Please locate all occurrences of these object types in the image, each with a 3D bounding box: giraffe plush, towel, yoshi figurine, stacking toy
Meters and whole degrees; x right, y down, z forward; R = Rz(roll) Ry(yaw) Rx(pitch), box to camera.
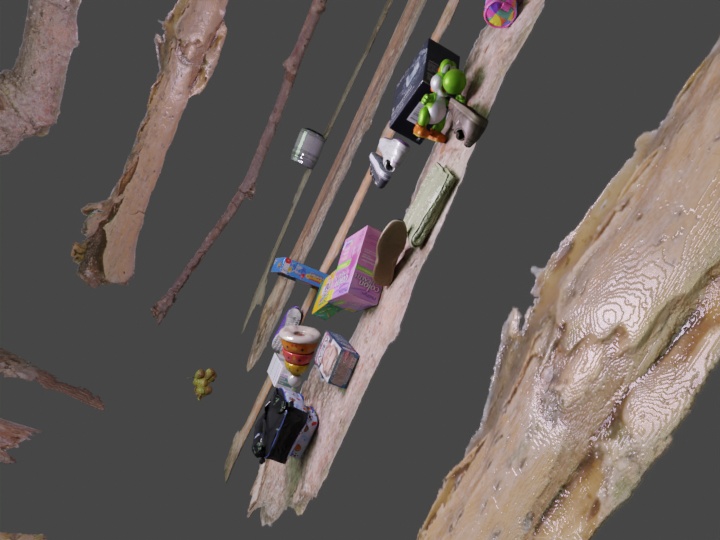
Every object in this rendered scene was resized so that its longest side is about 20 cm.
[{"bbox_3d":[-1.060,0.776,3.837,0.174,0.196,0.164,85,166,-55],"label":"giraffe plush"},{"bbox_3d":[0.164,-0.165,1.419,0.203,0.036,0.149,-63,17,16],"label":"towel"},{"bbox_3d":[0.212,-0.435,1.464,0.112,0.110,0.204,-30,-41,-69],"label":"yoshi figurine"},{"bbox_3d":[-0.208,0.296,1.908,0.146,0.143,0.205,-136,51,-72],"label":"stacking toy"}]

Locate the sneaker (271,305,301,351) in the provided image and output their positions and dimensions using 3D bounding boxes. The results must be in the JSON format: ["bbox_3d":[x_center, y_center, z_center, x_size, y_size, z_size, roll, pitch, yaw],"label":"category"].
[{"bbox_3d":[-0.291,0.229,2.294,0.202,0.069,0.100,-60,12,13],"label":"sneaker"}]

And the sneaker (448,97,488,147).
[{"bbox_3d":[0.240,-0.355,1.361,0.076,0.069,0.201,-62,18,21],"label":"sneaker"}]

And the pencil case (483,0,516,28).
[{"bbox_3d":[0.355,-0.699,1.411,0.088,0.087,0.204,-36,37,59],"label":"pencil case"}]

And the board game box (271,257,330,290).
[{"bbox_3d":[-0.217,0.014,2.094,0.057,0.193,0.200,-69,17,-7],"label":"board game box"}]

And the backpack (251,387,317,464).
[{"bbox_3d":[-0.216,0.439,1.657,0.202,0.152,0.191,-59,26,8],"label":"backpack"}]

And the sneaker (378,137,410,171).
[{"bbox_3d":[0.091,-0.371,1.825,0.101,0.074,0.200,-65,17,5],"label":"sneaker"}]

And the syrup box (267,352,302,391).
[{"bbox_3d":[-0.274,0.366,2.039,0.083,0.078,0.200,-67,17,0],"label":"syrup box"}]

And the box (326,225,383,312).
[{"bbox_3d":[0.000,0.000,1.618,0.175,0.095,0.204,-25,47,66],"label":"box"}]

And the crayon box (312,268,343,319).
[{"bbox_3d":[-0.087,0.075,1.855,0.200,0.057,0.121,-37,35,59],"label":"crayon box"}]

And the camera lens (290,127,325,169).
[{"bbox_3d":[-0.301,-0.705,3.281,0.203,0.157,0.160,-66,17,4],"label":"camera lens"}]

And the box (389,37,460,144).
[{"bbox_3d":[0.185,-0.516,1.650,0.197,0.116,0.203,-46,26,50],"label":"box"}]

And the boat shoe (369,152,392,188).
[{"bbox_3d":[0.059,-0.331,1.901,0.067,0.069,0.201,-58,27,24],"label":"boat shoe"}]

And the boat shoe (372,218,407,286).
[{"bbox_3d":[0.073,-0.053,1.467,0.065,0.070,0.203,-83,4,-54],"label":"boat shoe"}]

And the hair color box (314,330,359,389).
[{"bbox_3d":[-0.071,0.245,1.598,0.102,0.060,0.200,-68,18,2],"label":"hair color box"}]
